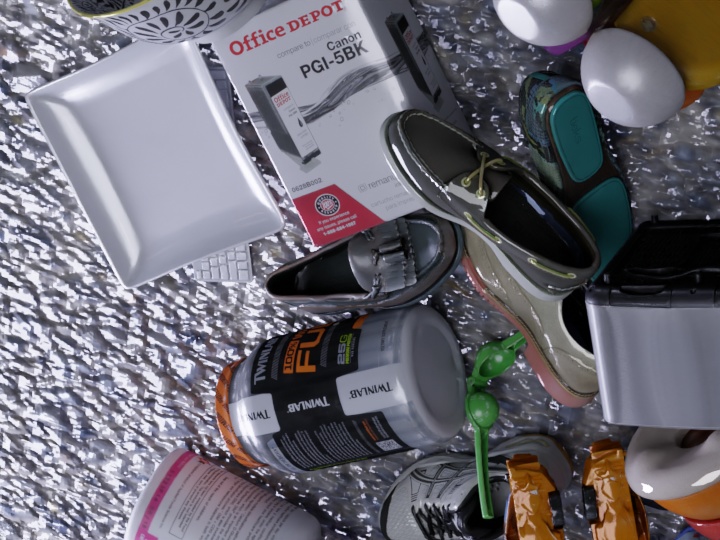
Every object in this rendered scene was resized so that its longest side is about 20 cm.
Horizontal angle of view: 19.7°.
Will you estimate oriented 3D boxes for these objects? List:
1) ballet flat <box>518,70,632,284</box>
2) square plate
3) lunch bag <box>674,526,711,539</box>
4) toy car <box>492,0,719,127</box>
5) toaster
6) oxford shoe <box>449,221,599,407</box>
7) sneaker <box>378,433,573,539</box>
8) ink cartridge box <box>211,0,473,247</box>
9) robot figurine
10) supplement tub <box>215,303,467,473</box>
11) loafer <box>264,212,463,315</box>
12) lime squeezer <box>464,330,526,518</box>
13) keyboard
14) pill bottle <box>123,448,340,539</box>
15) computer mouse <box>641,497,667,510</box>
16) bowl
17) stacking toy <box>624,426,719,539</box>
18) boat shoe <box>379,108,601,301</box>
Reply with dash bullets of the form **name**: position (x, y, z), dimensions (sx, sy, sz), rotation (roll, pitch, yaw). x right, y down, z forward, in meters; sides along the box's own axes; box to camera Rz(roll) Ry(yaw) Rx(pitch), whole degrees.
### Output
- **ballet flat**: position (0.169, -0.078, 1.647), dimensions (0.074, 0.074, 0.201), rotation (2, 130, 23)
- **square plate**: position (-0.176, -0.100, 1.800), dimensions (0.199, 0.028, 0.199), rotation (-20, 101, 35)
- **lunch bag**: position (0.298, 0.324, 1.769), dimensions (0.160, 0.082, 0.201), rotation (28, 121, 8)
- **toy car**: position (0.191, -0.201, 1.546), dimensions (0.200, 0.175, 0.150), rotation (42, 159, 0)
- **toaster**: position (0.278, 0.037, 1.577), dimensions (0.180, 0.200, 0.119), rotation (-2, 108, 23)
- **oxford shoe**: position (0.147, 0.010, 1.679), dimensions (0.200, 0.071, 0.074), rotation (54, 139, 7)
- **sneaker**: position (0.087, 0.202, 1.802), dimensions (0.199, 0.088, 0.076), rotation (-27, 103, 32)
- **ink cartridge box**: position (-0.011, -0.140, 1.687), dimensions (0.146, 0.083, 0.201), rotation (-20, 104, 30)
- **robot figurine**: position (0.185, 0.246, 1.713), dimensions (0.144, 0.058, 0.201), rotation (-9, 101, 3)
- **supplement tub**: position (-0.018, 0.106, 1.782), dimensions (0.199, 0.123, 0.123), rotation (-15, 107, 28)
- **loafer**: position (0.000, 0.000, 1.726), dimensions (0.200, 0.063, 0.072), rotation (-20, 74, 46)
- **lime squeezer**: position (0.121, 0.106, 1.752), dimensions (0.070, 0.038, 0.201), rotation (21, 92, 28)
- **keyboard**: position (-0.130, -0.082, 1.809), dimensions (0.056, 0.011, 0.201), rotation (4, 115, 22)
- **pill bottle**: position (-0.106, 0.255, 1.894), dimensions (0.199, 0.113, 0.114), rotation (26, 121, 11)
- **computer mouse**: position (0.308, 0.180, 1.726), dimensions (0.199, 0.034, 0.059), rotation (0, 113, 23)
- **bowl**: position (-0.129, -0.244, 1.651), dimensions (0.200, 0.201, 0.094), rotation (-21, 129, 30)
- **stacking toy**: position (0.318, 0.189, 1.661), dimensions (0.146, 0.146, 0.200), rotation (-26, 112, 31)
- **boat shoe**: position (0.103, -0.059, 1.603), dimensions (0.202, 0.072, 0.060), rotation (41, 153, -6)
